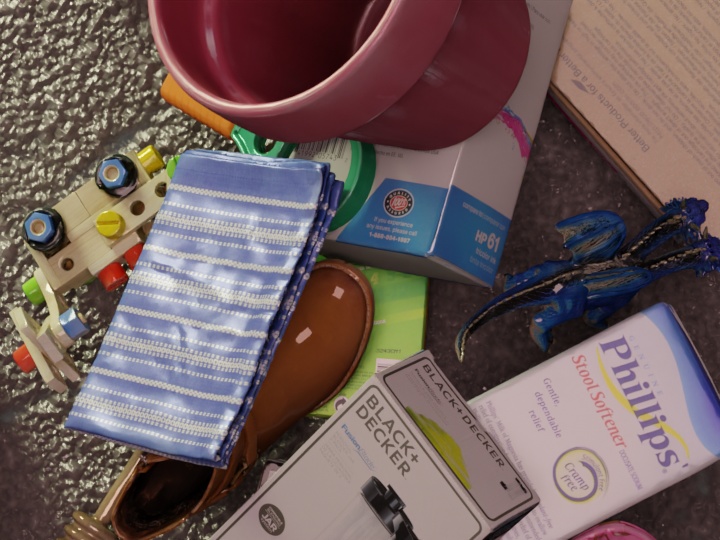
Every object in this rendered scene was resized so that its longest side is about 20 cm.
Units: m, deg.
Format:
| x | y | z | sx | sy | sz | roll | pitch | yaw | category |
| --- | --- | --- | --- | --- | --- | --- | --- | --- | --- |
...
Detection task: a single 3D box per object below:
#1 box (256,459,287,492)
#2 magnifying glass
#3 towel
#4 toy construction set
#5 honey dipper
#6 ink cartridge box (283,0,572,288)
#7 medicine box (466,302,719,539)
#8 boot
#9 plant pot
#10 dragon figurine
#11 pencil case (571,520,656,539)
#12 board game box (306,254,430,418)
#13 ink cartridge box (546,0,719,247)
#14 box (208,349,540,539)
| x | y | z | sx | sy | sz | roll | pitch | yaw | category |
| --- | --- | --- | --- | --- | --- | --- | --- | --- | --- |
| -0.067 | 0.223 | 1.568 | 0.034 | 0.110 | 0.202 | 14 | 87 | 4 | box |
| -0.063 | -0.086 | 1.550 | 0.200 | 0.022 | 0.080 | 32 | 95 | 44 | magnifying glass |
| -0.099 | 0.018 | 1.494 | 0.144 | 0.024 | 0.201 | 9 | 71 | 42 | towel |
| -0.152 | -0.006 | 1.600 | 0.199 | 0.092 | 0.132 | -32 | 78 | -9 | toy construction set |
| -0.145 | 0.126 | 1.619 | 0.038 | 0.038 | 0.201 | 34 | 85 | 5 | honey dipper |
| 0.037 | -0.103 | 1.546 | 0.144 | 0.084 | 0.202 | 11 | 82 | 38 | ink cartridge box |
| 0.125 | 0.112 | 1.528 | 0.199 | 0.182 | 0.103 | -28 | 85 | 1 | medicine box |
| -0.077 | 0.085 | 1.528 | 0.200 | 0.155 | 0.077 | -43 | 89 | 21 | boot |
| 0.002 | -0.158 | 1.422 | 0.199 | 0.179 | 0.202 | -12 | 68 | 32 | plant pot |
| 0.143 | 0.001 | 1.505 | 0.199 | 0.099 | 0.059 | -10 | 66 | -38 | dragon figurine |
| 0.172 | 0.236 | 1.509 | 0.083 | 0.200 | 0.087 | 36 | 75 | 32 | pencil case |
| 0.000 | 0.000 | 1.622 | 0.095 | 0.030 | 0.202 | 4 | 88 | 4 | board game box |
| 0.222 | -0.130 | 1.596 | 0.165 | 0.075 | 0.200 | -41 | 85 | 1 | ink cartridge box |
| -0.001 | 0.154 | 1.429 | 0.200 | 0.060 | 0.117 | -45 | 76 | 33 | box |
